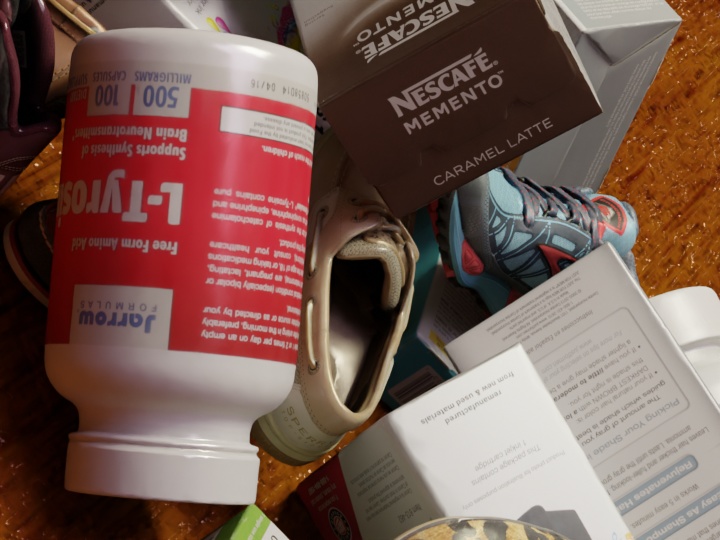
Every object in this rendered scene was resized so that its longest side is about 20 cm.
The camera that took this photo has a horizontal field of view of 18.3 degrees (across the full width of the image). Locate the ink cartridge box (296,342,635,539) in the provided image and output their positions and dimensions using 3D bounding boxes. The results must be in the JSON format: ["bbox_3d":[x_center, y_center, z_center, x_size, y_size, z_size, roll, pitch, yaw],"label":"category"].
[{"bbox_3d":[0.069,0.155,1.055,0.083,0.146,0.200,-27,82,-25],"label":"ink cartridge box"}]

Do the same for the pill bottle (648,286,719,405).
[{"bbox_3d":[0.187,0.117,1.188,0.109,0.109,0.200,2,59,-52],"label":"pill bottle"}]

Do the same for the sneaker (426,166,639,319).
[{"bbox_3d":[0.094,-0.027,1.171,0.200,0.095,0.079,48,27,-58],"label":"sneaker"}]

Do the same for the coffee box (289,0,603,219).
[{"bbox_3d":[0.032,-0.130,1.096,0.080,0.114,0.200,55,11,-35],"label":"coffee box"}]

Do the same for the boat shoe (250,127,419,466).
[{"bbox_3d":[0.000,0.000,1.080,0.072,0.065,0.200,36,50,-24],"label":"boat shoe"}]

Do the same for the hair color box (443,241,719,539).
[{"bbox_3d":[0.137,0.098,1.103,0.200,0.099,0.061,58,1,12],"label":"hair color box"}]

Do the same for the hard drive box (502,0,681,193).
[{"bbox_3d":[0.071,-0.141,1.277,0.077,0.156,0.200,-9,48,-35],"label":"hard drive box"}]

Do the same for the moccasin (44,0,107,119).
[{"bbox_3d":[-0.188,-0.162,1.058,0.201,0.078,0.074,49,2,15],"label":"moccasin"}]

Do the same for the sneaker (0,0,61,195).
[{"bbox_3d":[-0.200,-0.124,0.996,0.200,0.115,0.076,53,32,-4],"label":"sneaker"}]

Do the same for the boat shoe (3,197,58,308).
[{"bbox_3d":[-0.083,-0.004,1.093,0.200,0.063,0.071,15,51,-44],"label":"boat shoe"}]

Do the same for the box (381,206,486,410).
[{"bbox_3d":[0.060,0.014,1.278,0.082,0.049,0.200,45,33,-18],"label":"box"}]

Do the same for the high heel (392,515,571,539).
[{"bbox_3d":[0.029,0.177,0.903,0.200,0.071,0.143,-8,60,-31],"label":"high heel"}]

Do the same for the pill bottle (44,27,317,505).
[{"bbox_3d":[-0.081,0.001,0.990,0.112,0.112,0.201,10,82,-49],"label":"pill bottle"}]

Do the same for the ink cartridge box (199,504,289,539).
[{"bbox_3d":[-0.025,0.223,0.948,0.200,0.076,0.148,46,33,-12],"label":"ink cartridge box"}]

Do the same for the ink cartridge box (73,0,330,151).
[{"bbox_3d":[-0.065,-0.111,1.193,0.200,0.084,0.145,45,33,-18],"label":"ink cartridge box"}]
